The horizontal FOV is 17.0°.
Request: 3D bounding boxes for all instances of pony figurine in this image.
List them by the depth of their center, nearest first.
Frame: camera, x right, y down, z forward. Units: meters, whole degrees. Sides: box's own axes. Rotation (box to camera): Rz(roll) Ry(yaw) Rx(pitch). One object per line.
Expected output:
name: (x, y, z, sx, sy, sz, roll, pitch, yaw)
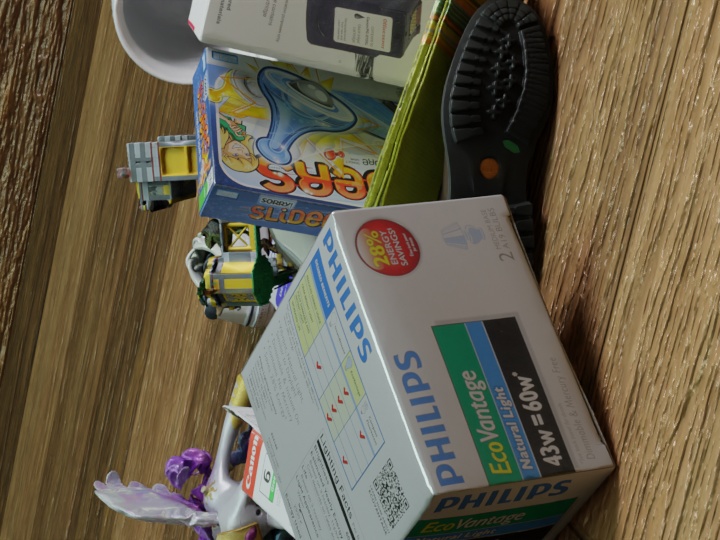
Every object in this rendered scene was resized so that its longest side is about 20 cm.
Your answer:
pony figurine: (-0.112, 0.194, 1.993, 0.200, 0.167, 0.193, -63, 27, 6)

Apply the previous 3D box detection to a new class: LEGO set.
LEGO set: (-0.102, -0.045, 1.791, 0.200, 0.116, 0.154, -40, -55, -63)

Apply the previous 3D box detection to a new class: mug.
mug: (-0.158, -0.294, 2.402, 0.200, 0.148, 0.175, -47, 16, 8)

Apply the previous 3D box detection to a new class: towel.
towel: (0.059, -0.112, 1.600, 0.018, 0.086, 0.200, 16, 84, 37)

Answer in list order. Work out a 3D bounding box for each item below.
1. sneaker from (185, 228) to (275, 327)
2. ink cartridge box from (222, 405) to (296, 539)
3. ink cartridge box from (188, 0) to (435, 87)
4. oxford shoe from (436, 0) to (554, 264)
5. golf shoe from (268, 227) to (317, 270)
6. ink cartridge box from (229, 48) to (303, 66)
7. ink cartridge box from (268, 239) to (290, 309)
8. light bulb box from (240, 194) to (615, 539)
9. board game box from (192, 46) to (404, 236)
sneaker: (-0.125, -0.019, 2.236, 0.200, 0.071, 0.073, -110, 33, -58)
ink cartridge box: (-0.020, 0.146, 1.688, 0.200, 0.109, 0.050, -151, 69, -64)
ink cartridge box: (-0.013, -0.185, 1.695, 0.145, 0.200, 0.084, -124, 47, -77)
oxford shoe: (0.080, -0.081, 1.585, 0.084, 0.073, 0.200, 148, 131, -78)
golf shoe: (0.000, 0.000, 1.713, 0.097, 0.078, 0.200, 26, 147, 59)
ink cartridge box: (-0.021, -0.201, 1.882, 0.200, 0.125, 0.129, -121, 43, -67)
ink cartridge box: (-0.023, -0.042, 1.951, 0.200, 0.043, 0.198, -131, 52, -66)
light bulb box: (0.034, 0.090, 1.471, 0.200, 0.125, 0.198, -58, 45, 52)
board game box: (-0.015, -0.080, 1.669, 0.034, 0.200, 0.135, 117, 155, -44)
